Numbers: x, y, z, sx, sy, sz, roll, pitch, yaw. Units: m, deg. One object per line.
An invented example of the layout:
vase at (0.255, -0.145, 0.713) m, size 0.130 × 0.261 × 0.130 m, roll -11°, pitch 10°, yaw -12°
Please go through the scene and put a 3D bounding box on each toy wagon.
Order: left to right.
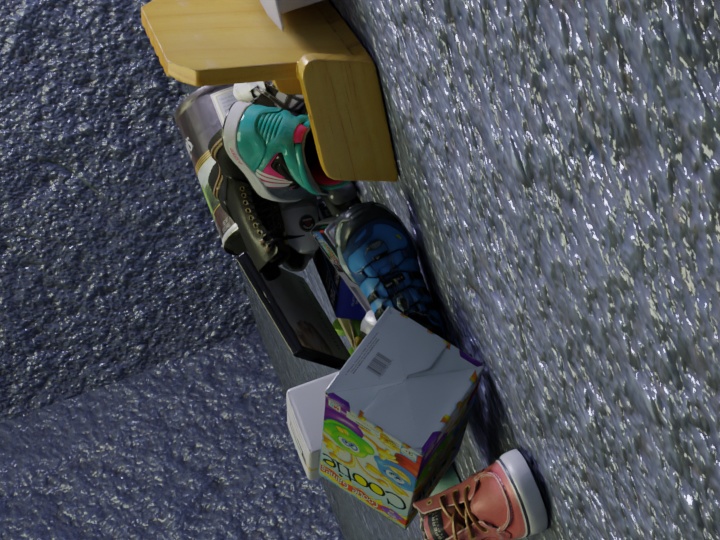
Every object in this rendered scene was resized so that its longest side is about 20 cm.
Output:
toy wagon at (-0.014, 0.047, 1.838) m, size 0.200 × 0.040 × 0.155 m, roll -121°, pitch 13°, yaw -52°

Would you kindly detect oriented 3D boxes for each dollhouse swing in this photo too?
dollhouse swing at (-0.088, -0.167, 1.329) m, size 0.200 × 0.176 × 0.182 m, roll -121°, pitch 14°, yaw -52°

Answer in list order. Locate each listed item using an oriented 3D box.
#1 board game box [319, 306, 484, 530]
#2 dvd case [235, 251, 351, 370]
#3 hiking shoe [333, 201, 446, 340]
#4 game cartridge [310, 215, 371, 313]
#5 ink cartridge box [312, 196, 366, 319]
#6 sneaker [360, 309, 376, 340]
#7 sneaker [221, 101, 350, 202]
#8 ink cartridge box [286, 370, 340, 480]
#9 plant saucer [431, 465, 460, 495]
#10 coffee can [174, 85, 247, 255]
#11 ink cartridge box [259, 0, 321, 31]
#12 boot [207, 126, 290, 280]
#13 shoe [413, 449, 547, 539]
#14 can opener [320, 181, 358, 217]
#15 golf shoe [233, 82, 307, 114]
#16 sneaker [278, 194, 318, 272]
board game box at (0.034, 0.139, 1.300) m, size 0.103 × 0.105 × 0.200 m, roll 32°, pitch 155°, yaw 13°
dvd case at (-0.075, 0.054, 1.743) m, size 0.143 × 0.018 × 0.200 m, roll 58°, pitch -170°, yaw 18°
hiking shoe at (0.040, 0.023, 1.327) m, size 0.087 × 0.074 × 0.200 m, roll 46°, pitch 165°, yaw 54°
game cartridge at (0.000, 0.000, 1.527) m, size 0.130 × 0.038 × 0.200 m, roll 50°, pitch 174°, yaw -6°
ink cartridge box at (-0.028, -0.020, 1.726) m, size 0.099 × 0.039 × 0.200 m, roll 99°, pitch 152°, yaw -53°
sneaker at (0.034, 0.122, 1.469) m, size 0.078 × 0.077 × 0.200 m, roll 31°, pitch 152°, yaw 42°
sneaker at (-0.054, -0.114, 1.493) m, size 0.200 × 0.121 × 0.084 m, roll 41°, pitch -114°, yaw -67°
ink cartridge box at (-0.009, 0.178, 1.721) m, size 0.200 × 0.145 × 0.084 m, roll 98°, pitch 152°, yaw -73°
plant saucer at (0.103, 0.295, 1.644) m, size 0.200 × 0.036 × 0.200 m, roll 161°, pitch 90°, yaw -83°
coffee can at (-0.147, -0.141, 1.901) m, size 0.146 × 0.146 × 0.200 m, roll 94°, pitch 155°, yaw -71°
ink cartridge box at (-0.078, -0.312, 1.301) m, size 0.200 × 0.067 × 0.117 m, roll -117°, pitch 10°, yaw -52°
boot at (-0.110, -0.082, 1.600) m, size 0.200 × 0.077 × 0.138 m, roll 105°, pitch 140°, yaw -71°
shoe at (0.101, 0.213, 1.242) m, size 0.200 × 0.091 × 0.072 m, roll 96°, pitch 153°, yaw -73°
can opener at (-0.058, -0.109, 1.650) m, size 0.200 × 0.067 × 0.053 m, roll -121°, pitch 14°, yaw -57°
golf shoe at (-0.091, -0.207, 1.554) m, size 0.200 × 0.094 × 0.078 m, roll 98°, pitch 153°, yaw -70°
sneaker at (-0.098, -0.037, 1.741) m, size 0.200 × 0.074 × 0.089 m, roll 157°, pitch 101°, yaw -73°
